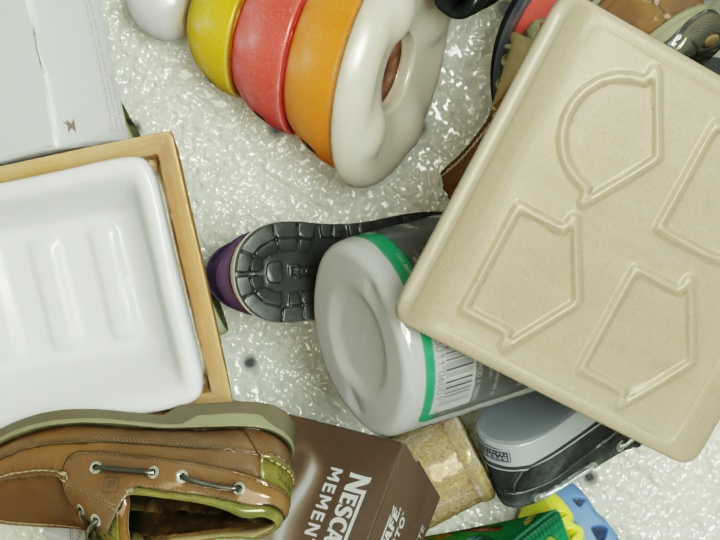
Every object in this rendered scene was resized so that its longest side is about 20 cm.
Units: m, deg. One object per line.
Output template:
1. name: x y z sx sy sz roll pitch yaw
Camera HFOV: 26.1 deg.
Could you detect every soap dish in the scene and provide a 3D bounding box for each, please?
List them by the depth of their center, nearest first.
1. soap dish: -0.177 0.014 0.898 0.197 0.081 0.159 -10 99 14

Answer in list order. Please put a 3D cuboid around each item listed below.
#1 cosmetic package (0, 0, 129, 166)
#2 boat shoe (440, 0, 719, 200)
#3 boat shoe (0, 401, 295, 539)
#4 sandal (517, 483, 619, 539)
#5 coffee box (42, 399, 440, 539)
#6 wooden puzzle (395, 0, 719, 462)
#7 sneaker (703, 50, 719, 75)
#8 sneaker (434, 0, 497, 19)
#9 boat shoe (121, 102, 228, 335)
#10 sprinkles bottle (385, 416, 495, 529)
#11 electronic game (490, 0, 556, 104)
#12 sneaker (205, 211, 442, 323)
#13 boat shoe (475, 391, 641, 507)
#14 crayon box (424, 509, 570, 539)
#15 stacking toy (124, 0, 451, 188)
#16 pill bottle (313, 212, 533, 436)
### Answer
1. cosmetic package: -0.247 -0.107 0.923 0.198 0.081 0.114 -10 92 23
2. boat shoe: 0.117 -0.108 0.886 0.200 0.075 0.074 -37 78 38
3. boat shoe: -0.133 0.120 0.854 0.197 0.072 0.069 -11 52 14
4. sandal: 0.170 0.221 0.985 0.087 0.079 0.202 -26 84 -35
5. coffee box: -0.069 0.143 0.913 0.198 0.080 0.115 11 63 25
6. wooden puzzle: 0.138 -0.020 0.811 0.198 0.046 0.187 26 99 -17
7. sneaker: 0.223 -0.027 0.919 0.200 0.074 0.107 49 48 -33
8. sneaker: 0.044 -0.221 0.840 0.100 0.069 0.201 -50 134 -25
9. boat shoe: -0.153 -0.039 0.965 0.068 0.075 0.202 -25 90 0
10. sprinkles bottle: -0.015 0.157 0.976 0.198 0.068 0.069 -28 92 1
11. electronic game: 0.176 -0.123 0.937 0.197 0.042 0.202 -3 125 -4
12. sneaker: 0.000 0.000 0.973 0.198 0.087 0.077 6 86 -25
13. boat shoe: 0.162 0.080 0.966 0.198 0.073 0.069 -33 126 -22
14. crayon box: 0.097 0.257 0.957 0.118 0.058 0.202 -19 93 40
15. stacking toy: -0.055 -0.146 0.953 0.198 0.146 0.148 19 93 19
16. pill bottle: 0.082 0.016 0.901 0.198 0.113 0.115 -14 93 -27
